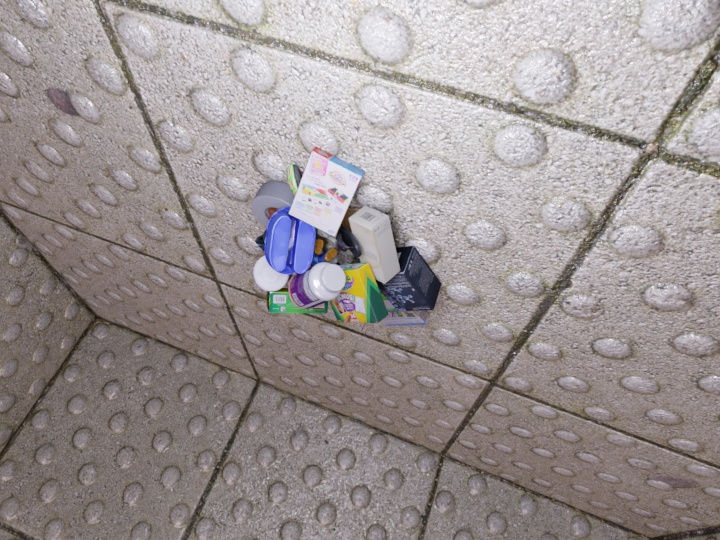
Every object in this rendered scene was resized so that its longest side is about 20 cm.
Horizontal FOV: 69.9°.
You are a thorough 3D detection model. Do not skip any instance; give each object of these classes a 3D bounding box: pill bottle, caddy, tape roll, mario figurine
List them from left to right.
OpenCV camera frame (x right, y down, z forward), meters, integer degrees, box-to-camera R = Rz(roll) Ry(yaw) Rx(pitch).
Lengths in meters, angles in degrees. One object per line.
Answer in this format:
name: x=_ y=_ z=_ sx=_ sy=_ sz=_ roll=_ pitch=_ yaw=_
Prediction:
pill bottle: x=-0.291 y=-0.001 z=1.757 sx=0.118 sy=0.121 sz=0.200 roll=26 pitch=-175 yaw=-4
tape roll: x=-0.242 y=-0.187 z=1.621 sx=0.197 sy=0.067 sz=0.202 roll=19 pitch=150 yaw=11
caddy: x=-0.208 y=-0.084 z=1.520 sx=0.138 sy=0.204 sz=0.105 roll=6 pitch=-169 yaw=-17
mario figurine: x=-0.147 y=-0.059 z=1.654 sx=0.199 sy=0.105 sz=0.125 roll=-20 pitch=95 yaw=59
pill bottle: x=-0.127 y=0.043 z=1.528 sx=0.112 sy=0.114 sz=0.199 roll=36 pitch=148 yaw=-21

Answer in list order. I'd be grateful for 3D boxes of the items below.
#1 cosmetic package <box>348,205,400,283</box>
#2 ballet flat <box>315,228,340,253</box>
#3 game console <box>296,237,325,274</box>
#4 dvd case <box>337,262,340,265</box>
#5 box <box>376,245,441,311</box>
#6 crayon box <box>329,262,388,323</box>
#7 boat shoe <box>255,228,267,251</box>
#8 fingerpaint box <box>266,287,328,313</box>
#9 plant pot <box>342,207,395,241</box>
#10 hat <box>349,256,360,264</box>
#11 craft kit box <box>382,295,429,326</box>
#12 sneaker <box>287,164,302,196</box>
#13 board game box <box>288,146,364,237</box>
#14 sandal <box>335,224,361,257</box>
cosmetic package: x=0.042 y=-0.073 z=1.479 sx=0.103 sy=0.073 sz=0.202 roll=29 pitch=146 yaw=41
ballet flat: x=-0.106 y=-0.117 z=1.624 sx=0.063 sy=0.068 sz=0.201 roll=29 pitch=162 yaw=29
game console: x=-0.196 y=-0.052 z=1.831 sx=0.168 sy=0.120 sz=0.202 roll=-18 pitch=132 yaw=8
dvd case: x=-0.087 y=0.039 z=1.915 sx=0.141 sy=0.018 sz=0.201 roll=0 pitch=141 yaw=36
box: x=0.142 y=0.030 z=1.642 sx=0.146 sy=0.108 sz=0.200 roll=-6 pitch=140 yaw=40
crayon box: x=-0.026 y=0.070 z=1.569 sx=0.198 sy=0.058 sz=0.175 roll=-5 pitch=113 yaw=50
boat shoe: x=-0.283 y=-0.098 z=1.641 sx=0.068 sy=0.086 sz=0.199 roll=24 pitch=151 yaw=-26
fingerpaint box: x=-0.220 y=0.103 z=1.770 sx=0.196 sy=0.075 sz=0.167 roll=2 pitch=-177 yaw=-15
plant pot: x=0.017 y=-0.126 z=1.568 sx=0.196 sy=0.028 sz=0.201 roll=18 pitch=149 yaw=11
hat: x=0.000 y=0.000 z=1.703 sx=0.197 sy=0.082 sz=0.201 roll=18 pitch=-175 yaw=-2
craft kit box: x=0.121 y=0.130 z=1.884 sx=0.198 sy=0.049 sz=0.197 roll=-7 pitch=140 yaw=43
sneaker: x=-0.143 y=-0.224 z=1.495 sx=0.201 sy=0.083 sz=0.077 roll=56 pitch=169 yaw=-20
board game box: x=-0.095 y=-0.212 z=1.410 sx=0.151 sy=0.041 sz=0.202 roll=26 pitch=122 yaw=-3
sandal: x=-0.057 y=-0.094 z=1.512 sx=0.201 sy=0.047 sz=0.076 roll=47 pitch=160 yaw=45
